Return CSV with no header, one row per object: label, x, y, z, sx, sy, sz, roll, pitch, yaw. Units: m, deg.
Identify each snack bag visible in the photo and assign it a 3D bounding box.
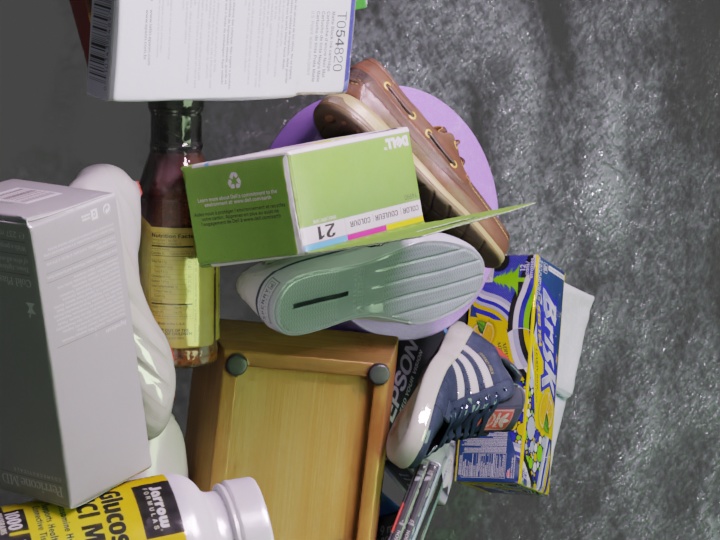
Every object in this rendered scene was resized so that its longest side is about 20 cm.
snack bag,0.151,0.099,1.904,0.188,0.021,0.201,25,77,-52

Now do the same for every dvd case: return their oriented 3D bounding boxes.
dvd case,0.022,0.251,1.596,0.146,0.022,0.201,78,34,-77

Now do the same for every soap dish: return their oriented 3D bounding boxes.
soap dish,-0.054,0.143,1.536,0.157,0.081,0.201,6,92,-11

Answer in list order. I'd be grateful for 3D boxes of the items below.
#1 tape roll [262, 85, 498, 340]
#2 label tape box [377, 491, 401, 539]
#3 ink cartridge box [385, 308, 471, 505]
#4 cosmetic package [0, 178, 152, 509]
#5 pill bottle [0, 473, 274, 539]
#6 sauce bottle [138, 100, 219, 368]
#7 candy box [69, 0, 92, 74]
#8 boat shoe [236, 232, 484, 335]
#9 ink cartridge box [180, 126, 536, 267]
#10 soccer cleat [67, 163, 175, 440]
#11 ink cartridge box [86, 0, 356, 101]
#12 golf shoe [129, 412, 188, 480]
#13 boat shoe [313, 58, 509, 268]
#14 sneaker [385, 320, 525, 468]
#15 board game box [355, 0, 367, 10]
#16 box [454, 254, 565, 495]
tape roll,0.015,-0.044,1.613,0.199,0.066,0.201,3,86,-38
label tape box,-0.030,0.236,1.658,0.143,0.066,0.201,-6,103,-53
ink cartridge box,0.040,0.063,1.707,0.200,0.043,0.199,51,46,-43
cosmetic package,-0.212,0.047,1.349,0.090,0.106,0.201,-22,112,-48
pill bottle,-0.162,0.200,1.368,0.199,0.112,0.113,-10,108,-16
sauce bottle,-0.133,-0.032,1.471,0.066,0.066,0.201,-8,102,-52
candy box,-0.123,-0.217,1.454,0.200,0.056,0.117,-36,124,-42
boat shoe,0.000,0.000,1.516,0.199,0.067,0.074,-4,113,-37
ink cartridge box,-0.001,-0.058,1.420,0.148,0.199,0.076,-16,96,-52
soccer cleat,-0.177,0.027,1.417,0.078,0.069,0.201,-32,116,-68
ink cartridge box,-0.090,-0.217,1.387,0.199,0.041,0.201,-4,106,-37
golf shoe,-0.138,0.201,1.482,0.078,0.097,0.201,-3,97,-48
boat shoe,0.052,-0.081,1.559,0.200,0.072,0.068,44,65,-23
sneaker,0.081,0.105,1.569,0.075,0.084,0.200,-60,178,28
board game box,-0.035,-0.307,1.496,0.153,0.040,0.201,-94,172,-65
box,0.130,0.090,1.756,0.070,0.064,0.201,28,65,-60
